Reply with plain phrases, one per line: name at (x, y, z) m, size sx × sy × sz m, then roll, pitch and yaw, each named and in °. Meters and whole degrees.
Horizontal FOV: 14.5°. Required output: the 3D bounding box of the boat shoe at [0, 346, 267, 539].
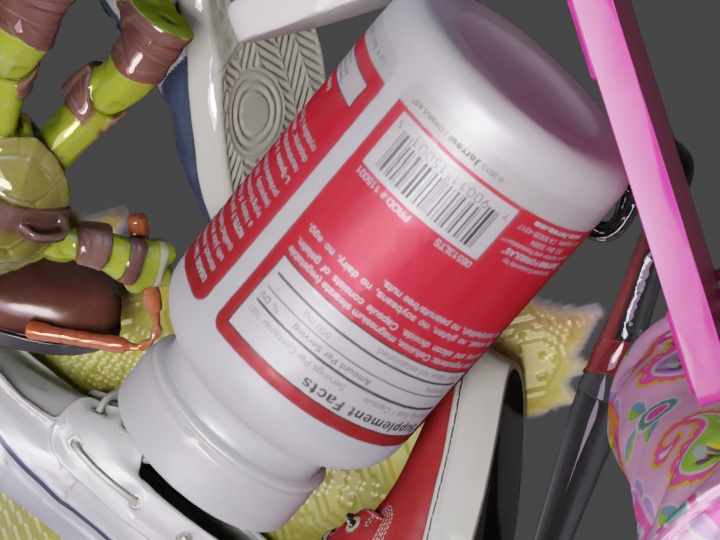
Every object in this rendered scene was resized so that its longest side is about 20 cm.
boat shoe at (-0.102, 0.079, 1.180) m, size 0.067 × 0.074 × 0.200 m, roll -41°, pitch 99°, yaw 18°

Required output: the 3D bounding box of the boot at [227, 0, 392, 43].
boot at (0.031, -0.160, 1.062) m, size 0.199 × 0.073 × 0.091 m, roll -22°, pitch 90°, yaw 9°

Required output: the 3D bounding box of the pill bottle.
pill bottle at (0.000, 0.000, 1.066) m, size 0.112 × 0.112 × 0.200 m, roll 43°, pitch 109°, yaw 6°

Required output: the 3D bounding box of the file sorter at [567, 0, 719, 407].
file sorter at (0.151, -0.057, 0.966) m, size 0.125 × 0.200 × 0.140 m, roll -18°, pitch 97°, yaw 8°

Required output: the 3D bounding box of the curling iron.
curling iron at (0.090, 0.035, 1.114) m, size 0.049 × 0.026 × 0.201 m, roll 14°, pitch 107°, yaw 14°

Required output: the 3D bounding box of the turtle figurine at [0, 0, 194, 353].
turtle figurine at (-0.142, -0.043, 1.064) m, size 0.199 × 0.065 × 0.162 m, roll 22°, pitch 115°, yaw -18°

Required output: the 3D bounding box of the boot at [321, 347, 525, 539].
boot at (-0.017, 0.116, 1.124) m, size 0.143 × 0.072 × 0.201 m, roll 13°, pitch 81°, yaw 20°

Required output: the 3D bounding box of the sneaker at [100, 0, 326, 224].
sneaker at (-0.074, -0.107, 1.122) m, size 0.084 × 0.075 × 0.201 m, roll 1°, pitch 108°, yaw 38°

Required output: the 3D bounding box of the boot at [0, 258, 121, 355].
boot at (-0.144, -0.085, 1.134) m, size 0.188 × 0.068 × 0.201 m, roll 43°, pitch 128°, yaw 20°

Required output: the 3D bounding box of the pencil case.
pencil case at (0.134, 0.080, 1.012) m, size 0.087 × 0.200 × 0.088 m, roll 0°, pitch 106°, yaw 1°
